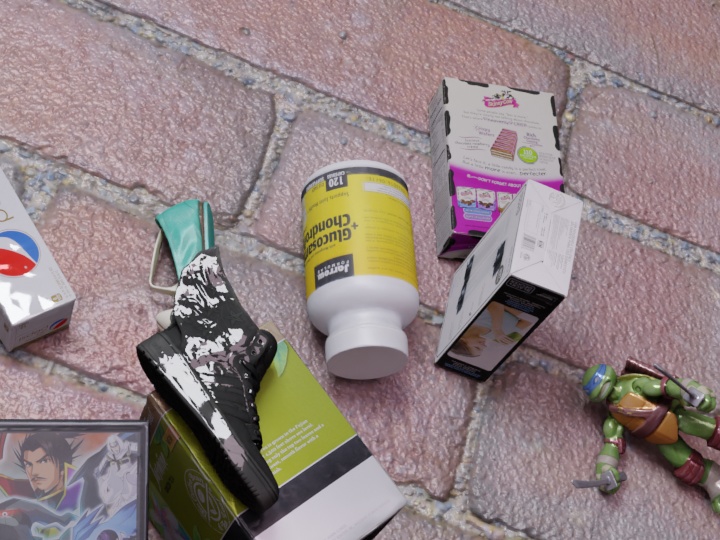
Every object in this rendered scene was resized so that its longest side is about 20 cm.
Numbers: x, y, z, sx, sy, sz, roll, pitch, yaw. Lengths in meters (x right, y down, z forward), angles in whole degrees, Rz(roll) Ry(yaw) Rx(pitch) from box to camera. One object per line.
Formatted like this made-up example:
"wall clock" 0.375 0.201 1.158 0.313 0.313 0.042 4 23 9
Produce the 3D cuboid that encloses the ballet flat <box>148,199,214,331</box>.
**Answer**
"ballet flat" -0.167 0.026 1.331 0.070 0.067 0.201 -12 65 2

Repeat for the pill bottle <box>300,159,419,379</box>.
"pill bottle" 0.000 0.000 1.365 0.111 0.112 0.201 4 61 -17

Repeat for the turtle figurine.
"turtle figurine" 0.306 0.177 1.361 0.193 0.200 0.144 28 92 -8

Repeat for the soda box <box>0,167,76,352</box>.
"soda box" -0.345 -0.028 1.290 0.068 0.064 0.200 -25 73 -28

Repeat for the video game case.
"video game case" -0.268 0.209 1.085 0.199 0.026 0.182 1 88 -6

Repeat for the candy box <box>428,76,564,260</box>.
"candy box" 0.149 -0.106 1.503 0.136 0.061 0.201 7 62 -15

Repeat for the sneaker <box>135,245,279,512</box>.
"sneaker" -0.099 0.084 1.080 0.104 0.060 0.200 -33 72 -24

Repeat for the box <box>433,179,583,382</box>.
"box" 0.143 0.014 1.355 0.060 0.200 0.117 21 56 -9

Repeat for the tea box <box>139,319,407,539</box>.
"tea box" -0.091 0.186 1.181 0.133 0.200 0.197 -30 74 -29
